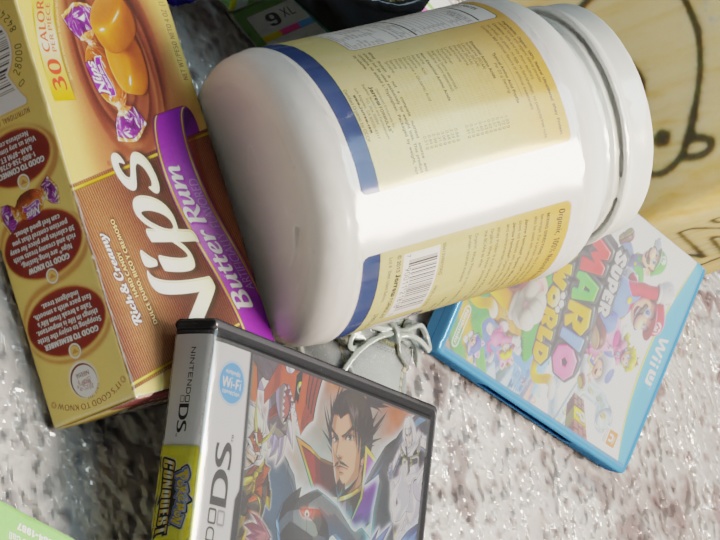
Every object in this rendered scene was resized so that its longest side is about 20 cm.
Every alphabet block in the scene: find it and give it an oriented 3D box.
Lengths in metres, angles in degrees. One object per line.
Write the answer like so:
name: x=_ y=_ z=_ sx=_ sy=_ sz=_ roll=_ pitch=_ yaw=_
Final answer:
alphabet block: x=0.235 y=-0.116 z=1.469 sx=0.196 sy=0.199 sz=0.197 roll=11 pitch=63 yaw=-54

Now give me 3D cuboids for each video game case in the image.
video game case: x=0.127 y=0.021 z=1.334 sx=0.200 sy=0.018 sz=0.144 roll=34 pitch=75 yaw=-43
video game case: x=-0.030 y=0.133 z=1.033 sx=0.200 sy=0.025 sz=0.182 roll=25 pitch=67 yaw=-54

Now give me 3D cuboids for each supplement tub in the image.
supplement tub: x=0.031 y=-0.054 z=1.094 sx=0.199 sy=0.144 sz=0.146 roll=-15 pitch=84 yaw=-29

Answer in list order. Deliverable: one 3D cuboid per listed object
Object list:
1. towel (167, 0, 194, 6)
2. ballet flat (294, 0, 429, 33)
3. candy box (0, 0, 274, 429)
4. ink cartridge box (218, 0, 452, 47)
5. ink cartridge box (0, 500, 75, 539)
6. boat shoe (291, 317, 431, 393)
towel: x=-0.113 y=-0.241 z=1.162 sx=0.148 sy=0.049 sz=0.201 roll=45 pitch=39 yaw=-23
ballet flat: x=-0.036 y=-0.175 z=1.117 sx=0.199 sy=0.073 sz=0.074 roll=30 pitch=49 yaw=-38
candy box: x=-0.117 y=-0.036 z=1.025 sx=0.116 sy=0.056 sz=0.202 roll=-9 pitch=79 yaw=-58
ink cartridge box: x=-0.013 y=-0.150 z=1.243 sx=0.200 sy=0.059 sz=0.104 roll=50 pitch=38 yaw=-28
ink cartridge box: x=-0.175 y=0.176 z=0.787 sx=0.145 sy=0.084 sz=0.201 roll=36 pitch=45 yaw=-42
boat shoe: x=0.001 y=0.000 z=1.174 sx=0.074 sy=0.064 sz=0.203 roll=30 pitch=48 yaw=-45
